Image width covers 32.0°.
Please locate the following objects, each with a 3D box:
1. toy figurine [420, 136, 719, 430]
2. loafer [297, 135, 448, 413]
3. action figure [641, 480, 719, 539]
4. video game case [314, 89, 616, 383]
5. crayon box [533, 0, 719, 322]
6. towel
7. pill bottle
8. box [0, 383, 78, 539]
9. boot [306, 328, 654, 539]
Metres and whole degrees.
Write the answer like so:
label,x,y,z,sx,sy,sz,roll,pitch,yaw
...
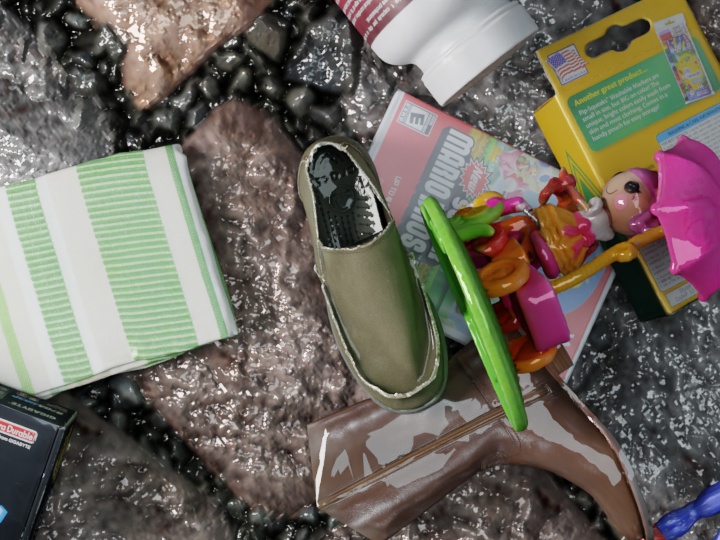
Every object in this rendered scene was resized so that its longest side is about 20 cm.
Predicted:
label,x,y,z,sx,sy,sz,roll,pitch,yaw
toy figurine,0.146,-0.017,0.784,0.183,0.200,0.151,-23,112,1
loafer,0.000,0.000,0.841,0.075,0.070,0.201,-24,79,5
action figure,0.275,0.157,0.882,0.200,0.099,0.065,-42,71,19
video game case,0.085,-0.021,0.900,0.199,0.017,0.144,26,86,-3
crayon box,0.210,-0.082,0.883,0.125,0.052,0.201,-26,88,-14
towel,-0.199,0.006,0.878,0.198,0.023,0.154,-17,88,-3
pill bottle,0.027,-0.217,0.856,0.113,0.113,0.201,-37,90,-5
box,-0.309,0.139,0.841,0.198,0.046,0.160,21,96,-3
boot,0.078,0.147,0.865,0.199,0.064,0.187,-30,82,-1
